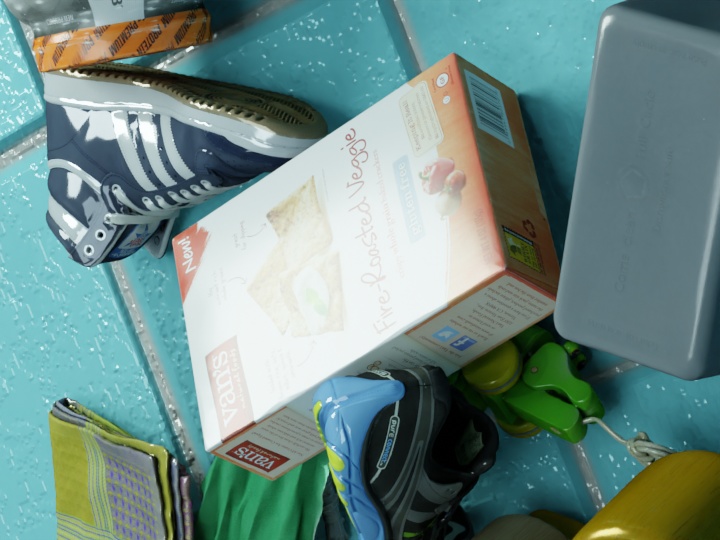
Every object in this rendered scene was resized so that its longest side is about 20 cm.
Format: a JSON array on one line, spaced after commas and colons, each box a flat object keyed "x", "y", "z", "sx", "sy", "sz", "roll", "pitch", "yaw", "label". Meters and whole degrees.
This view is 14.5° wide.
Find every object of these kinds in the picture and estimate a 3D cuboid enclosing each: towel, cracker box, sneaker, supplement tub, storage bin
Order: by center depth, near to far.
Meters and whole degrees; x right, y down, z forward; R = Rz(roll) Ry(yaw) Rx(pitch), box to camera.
[{"x": 0.172, "y": -0.040, "z": 1.295, "sx": 0.145, "sy": 0.134, "sz": 0.201, "roll": 19, "pitch": 111, "yaw": 32, "label": "storage bin"}, {"x": 0.034, "y": 0.106, "z": 1.412, "sx": 0.082, "sy": 0.200, "sz": 0.071, "roll": -16, "pitch": 60, "yaw": 4, "label": "sneaker"}, {"x": 0.000, "y": 0.000, "z": 1.428, "sx": 0.200, "sy": 0.058, "sz": 0.135, "roll": -33, "pitch": 51, "yaw": 28, "label": "cracker box"}, {"x": -0.142, "y": -0.211, "z": 1.499, "sx": 0.122, "sy": 0.122, "sz": 0.201, "roll": -7, "pitch": 95, "yaw": 37, "label": "supplement tub"}, {"x": -0.098, "y": -0.048, "z": 1.532, "sx": 0.199, "sy": 0.070, "sz": 0.109, "roll": 15, "pitch": 103, "yaw": 41, "label": "sneaker"}, {"x": -0.141, "y": 0.180, "z": 1.617, "sx": 0.143, "sy": 0.023, "sz": 0.201, "roll": 21, "pitch": 114, "yaw": 51, "label": "towel"}]

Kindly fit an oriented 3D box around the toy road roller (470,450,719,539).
[{"x": 0.120, "y": 0.153, "z": 1.362, "sx": 0.199, "sy": 0.123, "sz": 0.147, "roll": 17, "pitch": 124, "yaw": 30, "label": "toy road roller"}]

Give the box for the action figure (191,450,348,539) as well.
[{"x": -0.048, "y": 0.131, "z": 1.543, "sx": 0.118, "sy": 0.055, "sz": 0.201, "roll": 30, "pitch": 120, "yaw": 30, "label": "action figure"}]

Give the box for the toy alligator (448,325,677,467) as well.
[{"x": 0.086, "y": 0.051, "z": 1.431, "sx": 0.199, "sy": 0.059, "sz": 0.054, "roll": 17, "pitch": 69, "yaw": 32, "label": "toy alligator"}]
